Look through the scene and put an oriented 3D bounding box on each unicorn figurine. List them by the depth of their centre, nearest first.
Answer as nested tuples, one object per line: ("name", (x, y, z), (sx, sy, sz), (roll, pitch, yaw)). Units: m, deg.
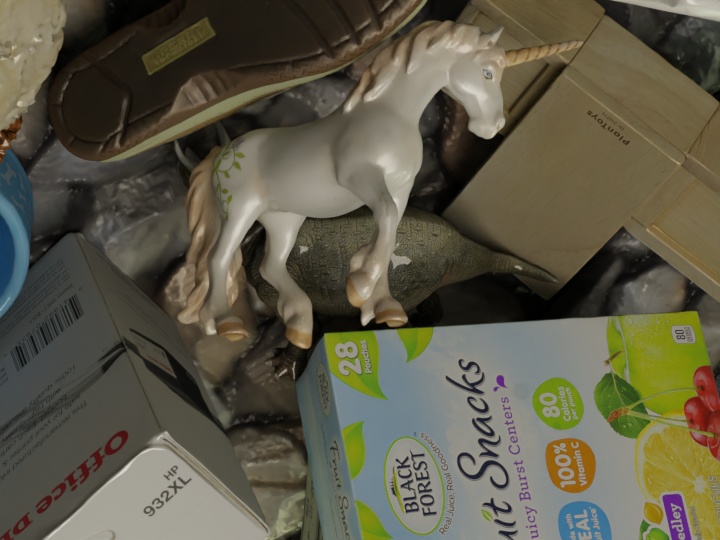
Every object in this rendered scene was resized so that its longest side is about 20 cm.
("unicorn figurine", (-0.005, -0.040, 1.357), (0.199, 0.138, 0.074), (-6, 161, 23))

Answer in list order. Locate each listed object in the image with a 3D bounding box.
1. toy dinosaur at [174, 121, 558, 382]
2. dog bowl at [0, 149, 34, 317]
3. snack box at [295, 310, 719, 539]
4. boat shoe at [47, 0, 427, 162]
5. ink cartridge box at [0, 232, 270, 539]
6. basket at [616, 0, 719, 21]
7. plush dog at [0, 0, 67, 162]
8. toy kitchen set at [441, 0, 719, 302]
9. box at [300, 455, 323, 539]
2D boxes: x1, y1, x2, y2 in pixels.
("toy dinosaur", (0.000, 0.000, 1.459), (0.199, 0.077, 0.102), (10, 144, -2))
("dog bowl", (-0.240, 0.014, 1.423), (0.200, 0.050, 0.112), (-39, 123, 6))
("snack box", (0.082, 0.112, 1.444), (0.199, 0.169, 0.068), (-4, 154, -17))
("boat shoe", (-0.049, -0.110, 1.396), (0.199, 0.076, 0.072), (-21, 81, 18))
("ink cartridge box", (-0.141, 0.096, 1.411), (0.145, 0.200, 0.084), (-42, 122, 7))
("basket", (0.201, -0.167, 1.339), (0.199, 0.135, 0.124), (7, 96, -28))
("plush dog", (-0.209, -0.117, 1.301), (0.171, 0.161, 0.201), (4, 116, -28))
("toy kitchen set", (0.146, -0.092, 1.492), (0.200, 0.181, 0.163), (37, 148, -2))
("box", (0.079, 0.145, 1.555), (0.199, 0.128, 0.109), (-4, 119, -17))
